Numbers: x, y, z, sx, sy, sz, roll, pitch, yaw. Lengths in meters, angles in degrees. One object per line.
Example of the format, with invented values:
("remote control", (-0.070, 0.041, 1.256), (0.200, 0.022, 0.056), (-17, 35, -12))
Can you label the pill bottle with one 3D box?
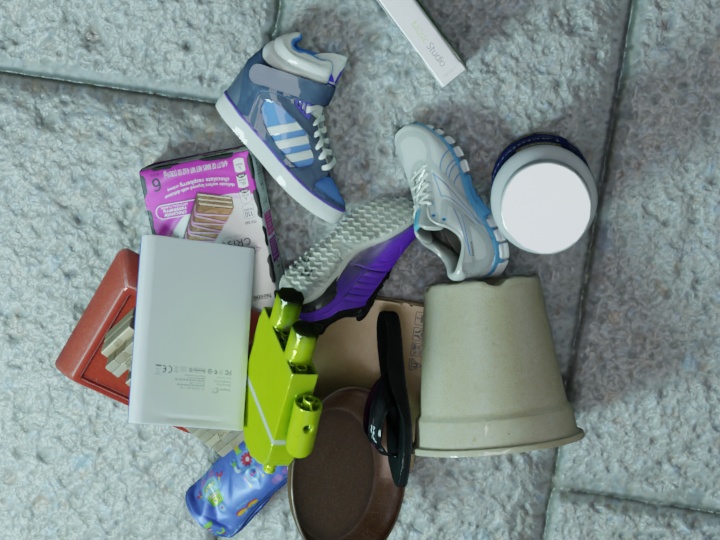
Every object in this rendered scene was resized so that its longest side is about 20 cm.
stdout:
("pill bottle", (0.197, -0.082, 1.571), (0.114, 0.200, 0.118), (1, 101, 5))

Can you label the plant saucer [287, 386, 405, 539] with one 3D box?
("plant saucer", (-0.022, 0.233, 1.658), (0.036, 0.199, 0.203), (-2, 104, 40))

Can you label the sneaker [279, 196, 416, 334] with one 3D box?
("sneaker", (0.000, 0.000, 1.662), (0.199, 0.069, 0.100), (-36, 131, -17))

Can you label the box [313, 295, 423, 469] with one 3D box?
("box", (-0.003, 0.127, 1.723), (0.161, 0.021, 0.203), (9, 102, 4))

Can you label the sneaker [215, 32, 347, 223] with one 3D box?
("sneaker", (-0.051, -0.169, 1.639), (0.146, 0.081, 0.200), (-43, 95, 11))

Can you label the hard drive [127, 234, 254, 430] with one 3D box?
("hard drive", (-0.184, 0.069, 1.600), (0.130, 0.025, 0.203), (7, 81, -29))

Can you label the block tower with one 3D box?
("block tower", (-0.200, 0.131, 1.646), (0.199, 0.054, 0.058), (40, 119, -22))

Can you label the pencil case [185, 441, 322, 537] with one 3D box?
("pencil case", (-0.119, 0.234, 1.708), (0.200, 0.078, 0.087), (-44, 51, 24))

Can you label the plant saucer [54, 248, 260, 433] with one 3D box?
("plant saucer", (-0.229, 0.095, 1.677), (0.198, 0.037, 0.201), (26, 121, -16))

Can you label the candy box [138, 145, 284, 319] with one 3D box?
("candy box", (-0.167, -0.033, 1.686), (0.134, 0.061, 0.203), (-10, 101, 9))

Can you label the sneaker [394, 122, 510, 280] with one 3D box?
("sneaker", (0.085, -0.076, 1.613), (0.201, 0.086, 0.075), (59, 140, 17))

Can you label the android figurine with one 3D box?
("android figurine", (-0.087, 0.126, 1.578), (0.041, 0.183, 0.202), (2, 121, -22))

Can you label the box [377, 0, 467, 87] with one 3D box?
("box", (0.058, -0.265, 1.548), (0.036, 0.200, 0.145), (-37, 95, 8))

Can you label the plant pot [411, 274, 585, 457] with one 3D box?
("plant pot", (0.142, 0.102, 1.631), (0.197, 0.200, 0.186), (-6, 90, 7))

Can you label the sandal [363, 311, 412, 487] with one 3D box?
("sandal", (0.025, 0.146, 1.647), (0.047, 0.075, 0.203), (-1, 69, -12))
